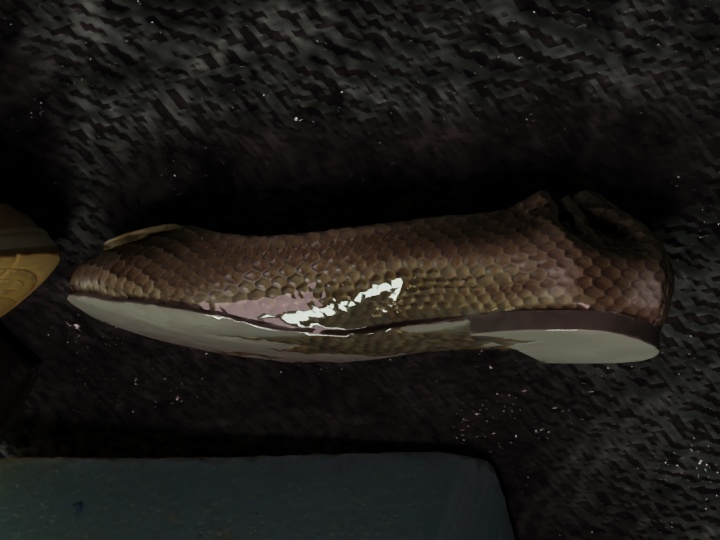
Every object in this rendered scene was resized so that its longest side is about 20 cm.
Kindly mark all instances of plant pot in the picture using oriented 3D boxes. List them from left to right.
[{"bbox_3d":[-0.049,0.200,0.840,0.196,0.200,0.196,-2,130,19],"label":"plant pot"}]

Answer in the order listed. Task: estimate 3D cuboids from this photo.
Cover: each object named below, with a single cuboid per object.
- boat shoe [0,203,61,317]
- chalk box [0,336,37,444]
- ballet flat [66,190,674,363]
[{"bbox_3d":[-0.172,-0.007,0.739,0.074,0.200,0.069,-41,71,32],"label":"boat shoe"},{"bbox_3d":[-0.228,0.025,0.816,0.124,0.125,0.200,-19,124,39],"label":"chalk box"},{"bbox_3d":[0.000,0.000,0.748,0.199,0.047,0.067,-1,167,34],"label":"ballet flat"}]
